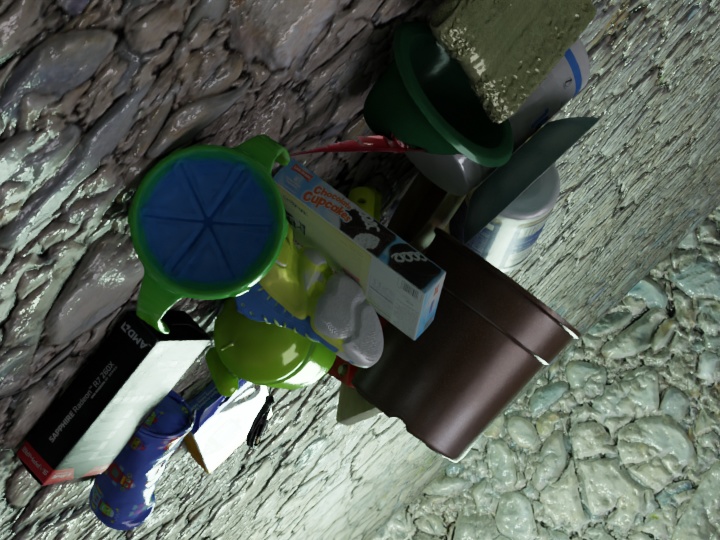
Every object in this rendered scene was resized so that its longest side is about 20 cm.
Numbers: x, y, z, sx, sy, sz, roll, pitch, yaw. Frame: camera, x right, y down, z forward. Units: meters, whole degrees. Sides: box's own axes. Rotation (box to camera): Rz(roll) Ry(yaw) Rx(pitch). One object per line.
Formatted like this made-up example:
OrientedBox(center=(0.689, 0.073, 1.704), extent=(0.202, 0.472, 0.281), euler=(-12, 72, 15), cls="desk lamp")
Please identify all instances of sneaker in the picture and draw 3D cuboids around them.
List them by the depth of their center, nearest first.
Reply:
OrientedBox(center=(-0.065, 0.032, 1.532), extent=(0.105, 0.200, 0.076), euler=(-39, -179, 45), cls="sneaker")

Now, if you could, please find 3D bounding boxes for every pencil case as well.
OrientedBox(center=(-0.249, 0.210, 1.674), extent=(0.087, 0.078, 0.200), euler=(-42, 165, -46), cls="pencil case")

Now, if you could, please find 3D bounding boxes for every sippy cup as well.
OrientedBox(center=(-0.132, -0.033, 1.327), extent=(0.177, 0.140, 0.130), euler=(-20, 172, -4), cls="sippy cup")

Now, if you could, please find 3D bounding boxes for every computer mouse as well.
OrientedBox(center=(-0.098, 0.133, 1.839), extent=(0.059, 0.034, 0.201), euler=(-40, 150, -73), cls="computer mouse")

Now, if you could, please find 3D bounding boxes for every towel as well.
OrientedBox(center=(0.157, -0.259, 1.483), extent=(0.200, 0.036, 0.148), euler=(-53, 123, -24), cls="towel")

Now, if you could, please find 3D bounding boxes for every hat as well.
OrientedBox(center=(0.027, -0.141, 1.502), extent=(0.176, 0.200, 0.166), euler=(-35, -146, 30), cls="hat")

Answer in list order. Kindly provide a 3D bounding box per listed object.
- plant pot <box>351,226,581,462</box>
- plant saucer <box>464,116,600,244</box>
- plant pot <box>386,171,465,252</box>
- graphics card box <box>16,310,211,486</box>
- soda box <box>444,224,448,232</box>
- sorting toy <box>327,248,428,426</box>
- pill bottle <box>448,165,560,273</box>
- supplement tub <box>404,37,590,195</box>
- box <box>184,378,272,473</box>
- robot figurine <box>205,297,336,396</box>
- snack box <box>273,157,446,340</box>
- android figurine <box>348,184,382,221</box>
OrientedBox(center=(0.105, 0.089, 1.627), extent=(0.198, 0.200, 0.200), euler=(-53, 164, 0), cls="plant pot")
OrientedBox(center=(0.175, -0.109, 1.610), extent=(0.201, 0.039, 0.201), euler=(-44, 179, -1), cls="plant saucer")
OrientedBox(center=(0.088, -0.086, 1.740), extent=(0.200, 0.027, 0.200), euler=(-53, -169, 15), cls="plant pot")
OrientedBox(center=(-0.253, 0.129, 1.522), extent=(0.200, 0.051, 0.125), euler=(-50, 163, 13), cls="graphics card box")
OrientedBox(center=(0.155, -0.123, 1.916), extent=(0.064, 0.068, 0.200), euler=(-27, 155, -47), cls="soda box")
OrientedBox(center=(0.025, 0.069, 1.821), extent=(0.199, 0.069, 0.201), euler=(-27, -133, 49), cls="sorting toy")
OrientedBox(center=(0.169, -0.065, 1.815), extent=(0.111, 0.111, 0.200), euler=(-39, 165, -24), cls="pill bottle")
OrientedBox(center=(0.141, -0.192, 1.610), extent=(0.200, 0.132, 0.132), euler=(-43, 163, -13), cls="supplement tub")
OrientedBox(center=(-0.171, 0.179, 1.867), extent=(0.119, 0.041, 0.200), euler=(-42, 161, -16), cls="box")
OrientedBox(center=(-0.094, 0.075, 1.673), extent=(0.175, 0.116, 0.200), euler=(-40, 164, 8), cls="robot figurine")
OrientedBox(center=(-0.006, -0.021, 1.517), extent=(0.037, 0.200, 0.116), euler=(-47, 166, -22), cls="snack box")
OrientedBox(center=(0.000, 0.000, 1.660), extent=(0.200, 0.041, 0.182), euler=(-82, 177, -46), cls="android figurine")
